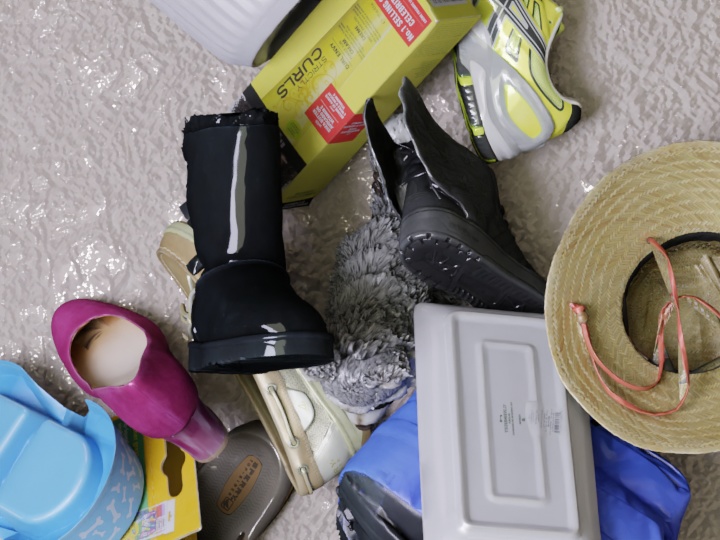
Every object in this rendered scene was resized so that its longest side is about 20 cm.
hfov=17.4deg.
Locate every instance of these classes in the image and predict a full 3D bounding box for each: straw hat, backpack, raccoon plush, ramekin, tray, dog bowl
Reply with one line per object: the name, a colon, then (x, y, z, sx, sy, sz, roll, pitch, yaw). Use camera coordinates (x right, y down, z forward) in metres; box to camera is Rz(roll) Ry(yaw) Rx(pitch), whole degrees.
straw hat: (0.205, 0.023, 1.473, 0.201, 0.085, 0.201, 0, 78, -1)
backpack: (0.093, 0.159, 1.477, 0.200, 0.163, 0.168, 32, 60, 17)
raccoon plush: (0.000, 0.000, 1.511, 0.097, 0.134, 0.200, -15, 88, 17)
ramekin: (-0.050, -0.220, 1.493, 0.200, 0.200, 0.105, -44, 89, 14)
tray: (0.089, 0.095, 1.408, 0.107, 0.200, 0.022, 6, 139, -8)
dog bowl: (-0.221, 0.132, 1.568, 0.200, 0.050, 0.112, 20, 73, 44)

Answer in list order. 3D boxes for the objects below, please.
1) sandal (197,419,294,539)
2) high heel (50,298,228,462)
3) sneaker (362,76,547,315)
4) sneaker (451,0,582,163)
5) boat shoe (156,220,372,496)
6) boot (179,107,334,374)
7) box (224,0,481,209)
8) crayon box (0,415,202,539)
sandal: (-0.108, 0.193, 1.594, 0.082, 0.055, 0.200, 35, 101, 13)
high heel: (-0.167, 0.055, 1.549, 0.067, 0.096, 0.200, -45, 44, -1)
sneaker: (0.073, -0.027, 1.500, 0.060, 0.200, 0.104, -26, 45, 28)
sneaker: (0.089, -0.173, 1.521, 0.076, 0.075, 0.200, -13, 93, -1)
boat shoe: (-0.076, 0.056, 1.564, 0.063, 0.073, 0.201, -38, 87, -16)
boot: (-0.067, -0.019, 1.446, 0.073, 0.198, 0.163, 2, 86, -17)
box: (-0.012, -0.125, 1.517, 0.200, 0.050, 0.075, -44, 72, 36)
crayon box: (-0.179, 0.173, 1.579, 0.200, 0.052, 0.126, -27, 46, 20)
